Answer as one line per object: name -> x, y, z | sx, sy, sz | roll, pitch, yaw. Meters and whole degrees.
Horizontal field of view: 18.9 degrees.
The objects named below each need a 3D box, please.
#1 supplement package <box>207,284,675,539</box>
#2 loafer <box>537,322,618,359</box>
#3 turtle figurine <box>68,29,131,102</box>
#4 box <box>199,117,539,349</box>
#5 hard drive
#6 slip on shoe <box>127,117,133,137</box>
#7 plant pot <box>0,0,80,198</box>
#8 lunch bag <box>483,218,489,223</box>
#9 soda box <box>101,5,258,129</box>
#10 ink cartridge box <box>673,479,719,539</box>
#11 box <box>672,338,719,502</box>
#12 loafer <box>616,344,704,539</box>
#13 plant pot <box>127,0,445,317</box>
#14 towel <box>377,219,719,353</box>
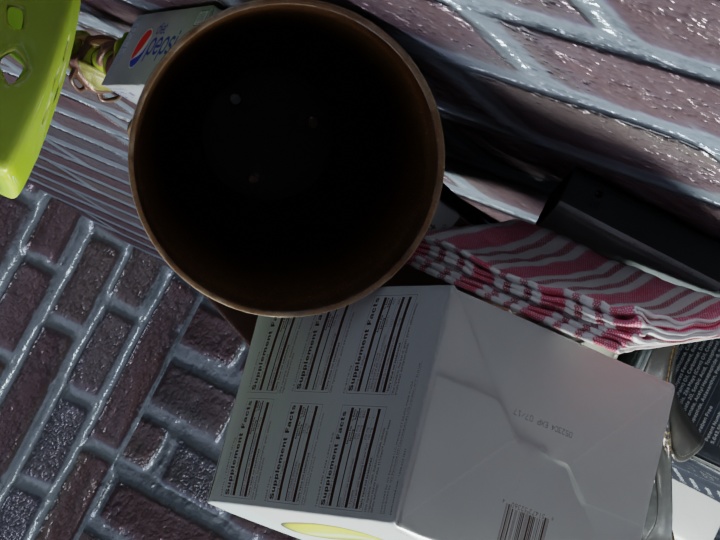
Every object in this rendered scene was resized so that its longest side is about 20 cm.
supplement package -> 0.048, 0.108, 1.345 | 0.191, 0.148, 0.200 | 24, 165, -33
loafer -> 0.139, 0.081, 1.473 | 0.070, 0.070, 0.200 | -12, 153, -23
turtle figurine -> -0.207, -0.170, 1.711 | 0.200, 0.065, 0.161 | 32, 173, -35
box -> 0.000, 0.000, 1.544 | 0.164, 0.166, 0.200 | 34, -173, -40
hard drive -> 0.215, -0.001, 1.432 | 0.199, 0.033, 0.140 | 27, 174, 1
slip on shoe -> -0.137, -0.111, 1.801 | 0.076, 0.061, 0.200 | 49, 170, -36
plant pot -> -0.262, -0.174, 1.353 | 0.199, 0.182, 0.199 | 27, 175, -6
lunch bag -> 0.042, -0.026, 1.811 | 0.160, 0.076, 0.200 | 32, 172, -19
soda box -> -0.120, -0.144, 1.550 | 0.068, 0.064, 0.200 | 29, 174, -20
ink cartridge box -> 0.259, 0.157, 1.780 | 0.068, 0.201, 0.115 | 29, 174, -16
box -> 0.248, 0.089, 1.614 | 0.196, 0.124, 0.200 | 24, 173, 19
loafer -> 0.200, 0.107, 1.482 | 0.072, 0.201, 0.073 | 10, -152, -1
plant pot -> -0.051, -0.079, 1.362 | 0.186, 0.188, 0.200 | 28, -176, -8
towel -> 0.128, 0.002, 1.353 | 0.199, 0.030, 0.146 | 23, -163, 35
